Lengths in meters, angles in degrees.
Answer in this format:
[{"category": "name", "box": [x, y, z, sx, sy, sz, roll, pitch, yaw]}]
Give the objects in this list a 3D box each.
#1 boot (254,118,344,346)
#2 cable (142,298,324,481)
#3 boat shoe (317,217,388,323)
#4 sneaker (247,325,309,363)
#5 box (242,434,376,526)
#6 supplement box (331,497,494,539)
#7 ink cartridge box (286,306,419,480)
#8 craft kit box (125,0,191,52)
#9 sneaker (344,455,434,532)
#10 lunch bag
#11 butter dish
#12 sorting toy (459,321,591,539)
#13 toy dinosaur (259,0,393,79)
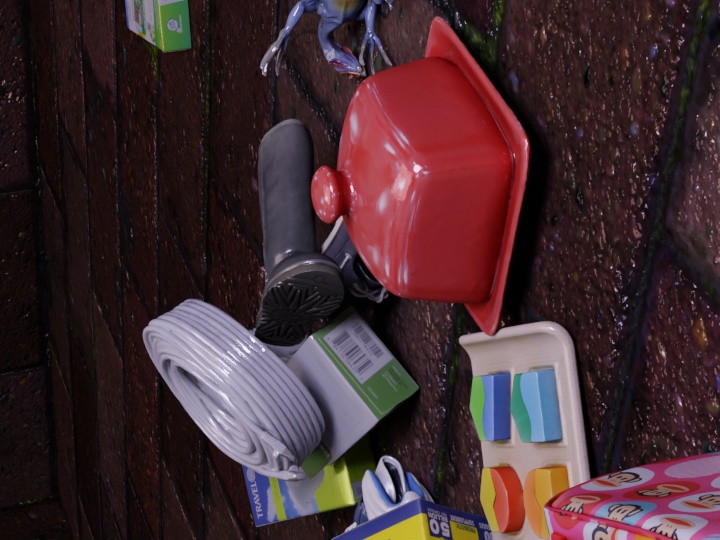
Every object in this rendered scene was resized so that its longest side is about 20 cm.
[{"category": "boot", "box": [-0.058, -0.048, 1.473, 0.182, 0.072, 0.201, 138, 143, -59]}, {"category": "cable", "box": [-0.123, 0.113, 1.530, 0.200, 0.069, 0.200, 51, 160, -8]}, {"category": "boat shoe", "box": [0.000, 0.000, 1.486, 0.201, 0.072, 0.063, 110, 149, -47]}, {"category": "sneaker", "box": [-0.108, 0.104, 1.850, 0.200, 0.075, 0.082, 4, 112, 71]}, {"category": "box", "box": [-0.065, 0.204, 1.705, 0.200, 0.047, 0.123, -22, 77, 47]}, {"category": "supplement box", "box": [0.060, 0.307, 1.304, 0.109, 0.109, 0.201, -31, 54, 35]}, {"category": "ink cartridge box", "box": [-0.028, 0.124, 1.562, 0.104, 0.059, 0.200, 50, 149, 6]}, {"category": "craft kit box", "box": [-0.279, -0.409, 2.118, 0.198, 0.048, 0.201, -136, 40, -63]}, {"category": "sneaker", "box": [0.025, 0.246, 1.542, 0.200, 0.080, 0.148, -155, 65, -71]}, {"category": "lunch bag", "box": [0.191, 0.152, 0.865, 0.200, 0.175, 0.083, 180, 81, -71]}, {"category": "butter dish", "box": [0.033, -0.068, 1.242, 0.200, 0.147, 0.200, -119, 26, -45]}, {"category": "sorting toy", "box": [0.129, 0.145, 1.246, 0.185, 0.036, 0.201, 162, 98, -70]}, {"category": "toy dinosaur", "box": [-0.001, -0.244, 1.423, 0.201, 0.105, 0.181, -63, 5, -5]}]
